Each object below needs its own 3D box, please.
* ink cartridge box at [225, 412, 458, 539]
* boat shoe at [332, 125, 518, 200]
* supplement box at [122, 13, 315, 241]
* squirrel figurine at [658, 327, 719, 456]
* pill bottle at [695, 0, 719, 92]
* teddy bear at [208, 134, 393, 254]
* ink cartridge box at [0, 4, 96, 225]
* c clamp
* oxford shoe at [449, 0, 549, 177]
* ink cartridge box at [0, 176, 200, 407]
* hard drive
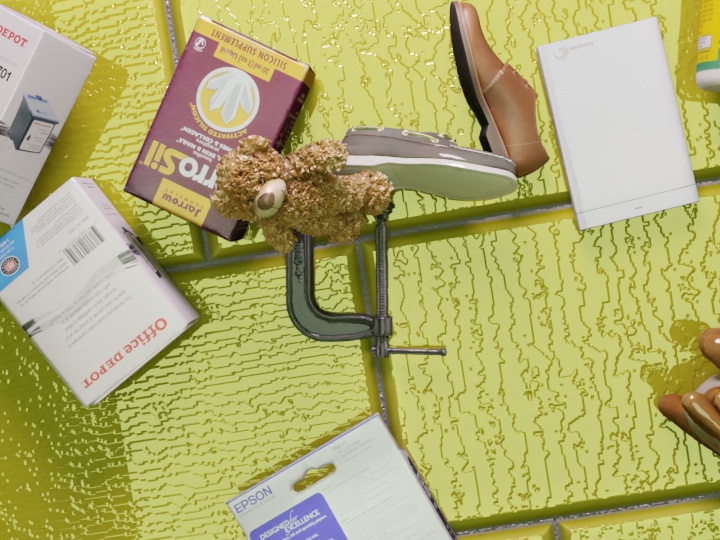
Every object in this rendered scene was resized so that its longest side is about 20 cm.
[{"bbox_3d":[-0.013,0.284,1.470,0.197,0.043,0.201,-30,92,4],"label":"ink cartridge box"},{"bbox_3d":[0.070,-0.117,1.421,0.200,0.072,0.061,6,63,19],"label":"boat shoe"},{"bbox_3d":[-0.147,-0.148,1.432,0.130,0.103,0.201,24,94,0],"label":"supplement box"},{"bbox_3d":[0.437,0.119,1.390,0.200,0.142,0.187,39,85,13],"label":"squirrel figurine"},{"bbox_3d":[0.407,-0.286,1.393,0.112,0.113,0.202,4,92,3],"label":"pill bottle"},{"bbox_3d":[-0.054,-0.071,1.372,0.144,0.200,0.067,-27,59,21],"label":"teddy bear"},{"bbox_3d":[-0.387,-0.171,1.424,0.146,0.086,0.201,29,95,35],"label":"ink cartridge box"},{"bbox_3d":[0.000,0.000,1.471,0.169,0.027,0.202,-6,93,8],"label":"c clamp"},{"bbox_3d":[0.146,-0.195,1.436,0.071,0.071,0.201,-22,102,-1],"label":"oxford shoe"},{"bbox_3d":[-0.290,0.023,1.454,0.146,0.084,0.200,-38,91,4],"label":"ink cartridge box"},{"bbox_3d":[0.274,-0.156,1.448,0.131,0.027,0.202,-13,91,3],"label":"hard drive"}]
